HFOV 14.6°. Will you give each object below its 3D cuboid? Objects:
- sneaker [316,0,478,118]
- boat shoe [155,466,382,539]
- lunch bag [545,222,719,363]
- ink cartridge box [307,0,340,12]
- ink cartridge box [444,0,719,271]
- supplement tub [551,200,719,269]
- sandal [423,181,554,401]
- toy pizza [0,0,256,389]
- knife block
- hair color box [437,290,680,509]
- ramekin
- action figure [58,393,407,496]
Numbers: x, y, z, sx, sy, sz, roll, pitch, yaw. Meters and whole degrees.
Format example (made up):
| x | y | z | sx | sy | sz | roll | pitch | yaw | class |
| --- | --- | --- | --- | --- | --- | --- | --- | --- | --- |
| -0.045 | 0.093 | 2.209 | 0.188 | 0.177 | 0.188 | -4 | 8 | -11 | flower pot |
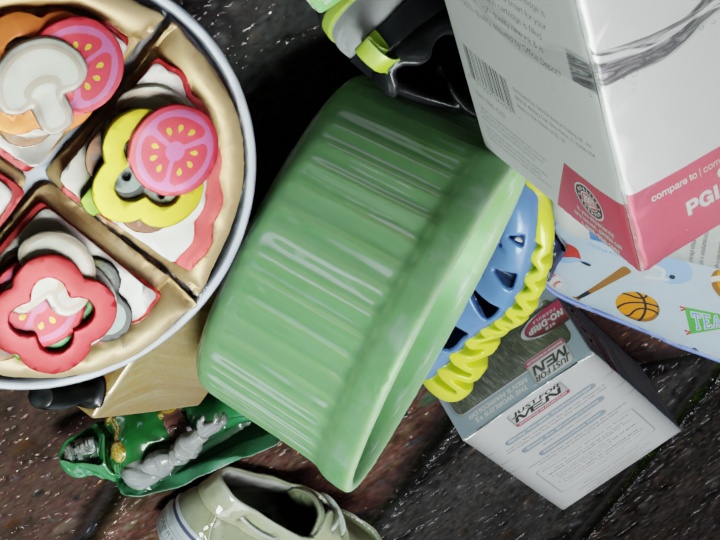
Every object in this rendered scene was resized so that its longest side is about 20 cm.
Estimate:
| x | y | z | sx | sy | sz | roll | pitch | yaw | class |
| --- | --- | --- | --- | --- | --- | --- | --- | --- | --- |
| 0.053 | -0.102 | 1.387 | 0.199 | 0.083 | 0.072 | 4 | 138 | -49 | sneaker |
| -0.042 | 0.167 | 1.775 | 0.062 | 0.072 | 0.200 | -40 | 149 | 26 | boat shoe |
| 0.194 | -0.026 | 1.575 | 0.199 | 0.076 | 0.161 | 20 | 143 | -3 | lunch bag |
| 0.022 | -0.220 | 1.080 | 0.199 | 0.146 | 0.084 | -32 | 154 | 6 | ink cartridge box |
| 0.099 | -0.124 | 1.246 | 0.085 | 0.146 | 0.201 | -30 | 129 | -14 | ink cartridge box |
| 0.205 | -0.062 | 1.420 | 0.199 | 0.132 | 0.132 | 14 | 151 | 8 | supplement tub |
| 0.048 | 0.002 | 1.560 | 0.087 | 0.080 | 0.200 | 15 | 139 | -13 | sandal |
| -0.141 | -0.037 | 1.241 | 0.199 | 0.032 | 0.201 | -6 | 113 | -14 | toy pizza |
| -0.132 | 0.036 | 1.392 | 0.175 | 0.064 | 0.200 | -42 | 164 | -34 | knife block |
| 0.126 | 0.084 | 1.810 | 0.099 | 0.061 | 0.200 | -35 | 154 | 9 | hair color box |
| 0.000 | 0.000 | 1.408 | 0.201 | 0.097 | 0.200 | -61 | 174 | -11 | ramekin |
| -0.079 | 0.069 | 1.551 | 0.199 | 0.119 | 0.055 | -27 | 141 | 15 | action figure |
